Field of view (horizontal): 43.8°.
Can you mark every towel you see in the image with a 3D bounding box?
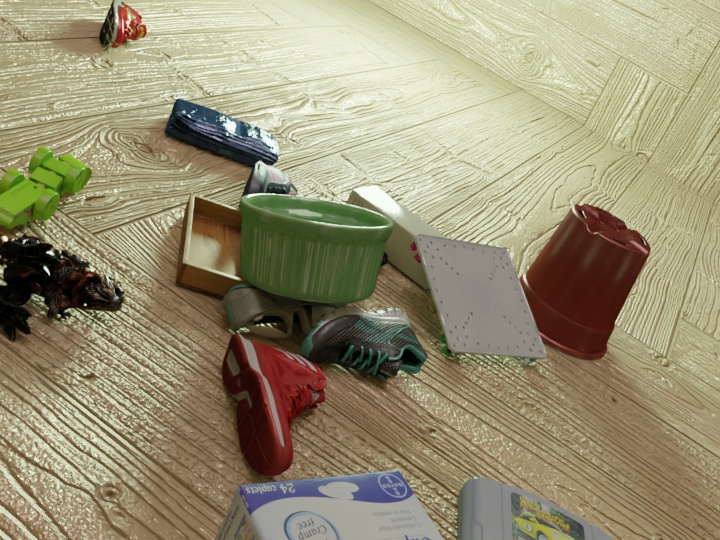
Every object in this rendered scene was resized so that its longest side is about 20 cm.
[{"bbox_3d":[-0.238,-0.241,1.562,0.197,0.049,0.112,18,26,-17],"label":"towel"}]

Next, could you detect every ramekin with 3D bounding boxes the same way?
[{"bbox_3d":[-0.061,-0.029,1.137,0.196,0.100,0.200,9,12,-2],"label":"ramekin"}]

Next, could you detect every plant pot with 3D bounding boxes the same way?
[{"bbox_3d":[0.376,0.008,1.509,0.198,0.198,0.202,21,25,-11],"label":"plant pot"}]

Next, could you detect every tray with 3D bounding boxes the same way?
[{"bbox_3d":[-0.196,-0.032,1.225,0.097,0.037,0.201,18,26,-17],"label":"tray"}]

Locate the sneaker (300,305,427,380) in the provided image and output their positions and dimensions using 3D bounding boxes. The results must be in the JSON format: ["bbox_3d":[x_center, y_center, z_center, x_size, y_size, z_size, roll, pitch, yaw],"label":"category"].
[{"bbox_3d":[0.013,0.099,1.140,0.198,0.078,0.091,-3,42,-44],"label":"sneaker"}]

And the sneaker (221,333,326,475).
[{"bbox_3d":[-0.075,0.141,0.968,0.114,0.079,0.201,11,31,-27],"label":"sneaker"}]

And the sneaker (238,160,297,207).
[{"bbox_3d":[-0.136,-0.124,1.385,0.081,0.071,0.200,24,15,-5],"label":"sneaker"}]

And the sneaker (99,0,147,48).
[{"bbox_3d":[-0.466,-0.489,1.783,0.084,0.078,0.201,22,26,-21],"label":"sneaker"}]

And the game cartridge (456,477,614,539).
[{"bbox_3d":[0.199,0.303,0.976,0.197,0.041,0.133,25,21,-4],"label":"game cartridge"}]

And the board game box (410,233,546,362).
[{"bbox_3d":[0.179,0.045,1.371,0.197,0.026,0.203,7,54,-35],"label":"board game box"}]

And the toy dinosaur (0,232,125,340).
[{"bbox_3d":[-0.358,0.005,0.970,0.196,0.104,0.136,3,13,-6],"label":"toy dinosaur"}]

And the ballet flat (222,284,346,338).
[{"bbox_3d":[-0.087,0.057,1.151,0.197,0.067,0.065,3,61,-40],"label":"ballet flat"}]

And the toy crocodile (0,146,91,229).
[{"bbox_3d":[-0.405,-0.101,1.138,0.067,0.062,0.201,25,30,-2],"label":"toy crocodile"}]

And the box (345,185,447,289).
[{"bbox_3d":[0.065,-0.058,1.484,0.199,0.069,0.082,39,29,23],"label":"box"}]

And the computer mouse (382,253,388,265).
[{"bbox_3d":[0.000,0.000,1.367,0.058,0.035,0.200,15,17,16],"label":"computer mouse"}]

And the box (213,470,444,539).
[{"bbox_3d":[-0.006,0.279,0.742,0.181,0.106,0.201,4,34,-37],"label":"box"}]
